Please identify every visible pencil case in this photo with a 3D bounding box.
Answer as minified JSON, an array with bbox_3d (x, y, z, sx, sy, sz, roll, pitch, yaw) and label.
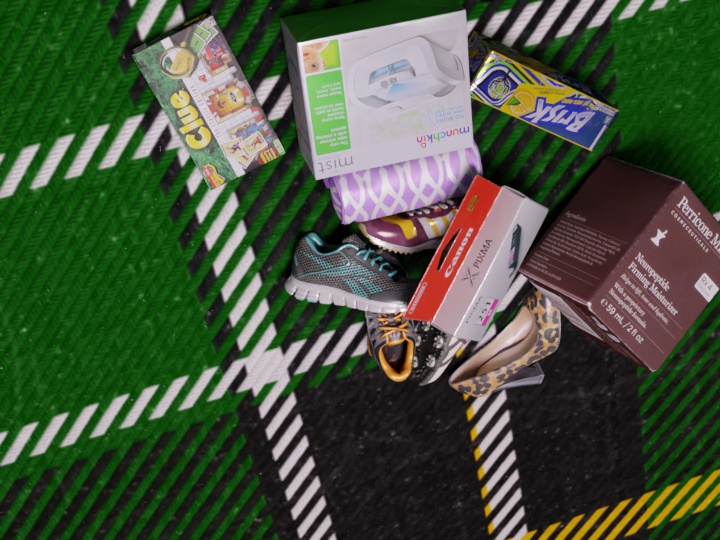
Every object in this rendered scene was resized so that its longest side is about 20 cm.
[{"bbox_3d":[0.053,-0.117,1.466,0.200,0.086,0.084,-13,117,-7],"label":"pencil case"}]

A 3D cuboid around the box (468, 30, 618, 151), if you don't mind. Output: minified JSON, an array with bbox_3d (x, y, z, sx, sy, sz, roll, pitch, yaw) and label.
[{"bbox_3d":[0.216,-0.220,1.457,0.200,0.070,0.064,19,115,-25],"label":"box"}]

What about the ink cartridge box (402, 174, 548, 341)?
[{"bbox_3d":[0.148,-0.011,1.475,0.200,0.044,0.174,-63,154,7],"label":"ink cartridge box"}]

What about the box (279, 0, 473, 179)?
[{"bbox_3d":[0.021,-0.220,1.387,0.200,0.097,0.177,-12,122,-10],"label":"box"}]

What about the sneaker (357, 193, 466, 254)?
[{"bbox_3d":[0.093,-0.073,1.516,0.200,0.075,0.090,3,122,-28],"label":"sneaker"}]

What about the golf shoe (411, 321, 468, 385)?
[{"bbox_3d":[0.135,0.078,1.621,0.088,0.077,0.200,10,119,-30],"label":"golf shoe"}]

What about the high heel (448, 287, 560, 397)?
[{"bbox_3d":[0.201,0.097,1.652,0.143,0.071,0.200,-7,129,-16],"label":"high heel"}]

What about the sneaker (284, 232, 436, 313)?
[{"bbox_3d":[0.000,0.000,1.496,0.200,0.078,0.091,8,105,13],"label":"sneaker"}]

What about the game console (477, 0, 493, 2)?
[{"bbox_3d":[0.197,-0.432,1.351,0.176,0.116,0.200,-43,129,-24],"label":"game console"}]

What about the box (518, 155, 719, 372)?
[{"bbox_3d":[0.351,-0.011,1.541,0.166,0.164,0.200,40,86,-31],"label":"box"}]

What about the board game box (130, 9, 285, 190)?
[{"bbox_3d":[-0.176,-0.196,1.387,0.105,0.023,0.200,-26,125,3],"label":"board game box"}]

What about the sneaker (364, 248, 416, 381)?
[{"bbox_3d":[0.040,0.060,1.579,0.078,0.077,0.200,-16,122,-4],"label":"sneaker"}]
